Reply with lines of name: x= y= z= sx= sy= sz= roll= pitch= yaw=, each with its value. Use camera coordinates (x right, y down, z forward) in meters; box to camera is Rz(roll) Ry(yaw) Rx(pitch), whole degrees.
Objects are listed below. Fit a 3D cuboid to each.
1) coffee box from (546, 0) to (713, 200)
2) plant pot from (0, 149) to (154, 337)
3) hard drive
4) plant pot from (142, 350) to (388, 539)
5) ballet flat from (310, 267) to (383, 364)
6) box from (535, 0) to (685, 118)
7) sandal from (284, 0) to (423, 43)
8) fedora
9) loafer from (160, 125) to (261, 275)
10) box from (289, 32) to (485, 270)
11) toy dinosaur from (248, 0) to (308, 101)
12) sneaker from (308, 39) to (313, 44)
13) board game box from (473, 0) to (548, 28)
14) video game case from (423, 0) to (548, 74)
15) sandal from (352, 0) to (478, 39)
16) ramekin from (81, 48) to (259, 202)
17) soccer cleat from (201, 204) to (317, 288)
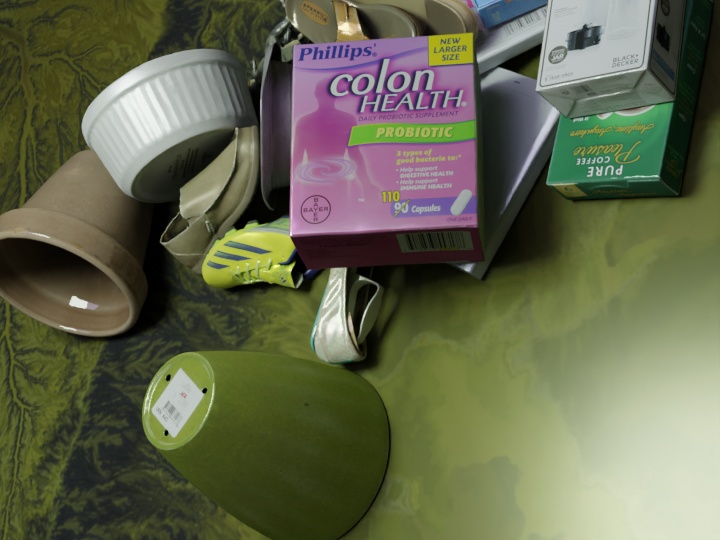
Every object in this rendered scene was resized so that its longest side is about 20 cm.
coffee box: x=0.250 y=-0.164 z=1.253 sx=0.123 sy=0.044 sz=0.200 roll=-2 pitch=68 yaw=40
plant pot: x=-0.327 y=-0.046 z=1.608 sx=0.200 sy=0.200 sz=0.175 roll=-9 pitch=47 yaw=37
hard drive: x=0.119 y=-0.103 z=1.348 sx=0.132 sy=0.026 sz=0.200 roll=28 pitch=88 yaw=45
plant pot: x=-0.105 y=0.154 z=1.292 sx=0.187 sy=0.200 sz=0.187 roll=-18 pitch=59 yaw=33
ballet flat: x=0.000 y=0.000 z=1.378 sx=0.062 sy=0.067 sz=0.200 roll=3 pitch=77 yaw=31
box: x=0.235 y=-0.248 z=1.234 sx=0.117 sy=0.060 sz=0.200 roll=-7 pitch=64 yaw=38
sandal: x=-0.018 y=-0.249 z=1.395 sx=0.200 sy=0.054 sz=0.080 roll=33 pitch=118 yaw=35
fedora: x=-0.059 y=-0.154 z=1.442 sx=0.200 sy=0.090 sz=0.177 roll=-102 pitch=12 yaw=-79
loafer: x=-0.166 y=-0.079 z=1.505 sx=0.076 sy=0.067 sz=0.200 roll=-101 pitch=34 yaw=-54
box: x=0.028 y=-0.112 z=1.287 sx=0.176 sy=0.097 sz=0.200 roll=-2 pitch=70 yaw=8
toy dinosaur: x=-0.093 y=-0.260 z=1.570 sx=0.200 sy=0.047 sz=0.088 roll=-33 pitch=42 yaw=59
sneaker: x=-0.027 y=-0.329 z=1.554 sx=0.075 sy=0.106 sz=0.200 roll=14 pitch=46 yaw=6
board game box: x=0.166 y=-0.354 z=1.391 sx=0.151 sy=0.037 sz=0.200 roll=-22 pitch=53 yaw=8
video game case: x=0.108 y=-0.278 z=1.410 sx=0.200 sy=0.024 sz=0.182 roll=-26 pitch=53 yaw=10
sandal: x=0.052 y=-0.292 z=1.403 sx=0.212 sy=0.078 sz=0.070 roll=34 pitch=49 yaw=30
ramekin: x=-0.207 y=-0.158 z=1.542 sx=0.202 sy=0.202 sz=0.094 roll=-34 pitch=73 yaw=23
soccer cleat: x=-0.096 y=-0.013 z=1.463 sx=0.200 sy=0.065 sz=0.084 roll=-24 pitch=62 yaw=31
